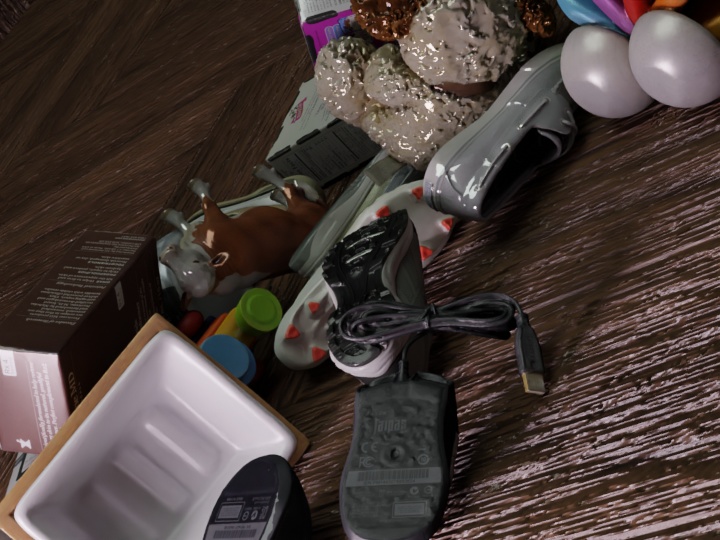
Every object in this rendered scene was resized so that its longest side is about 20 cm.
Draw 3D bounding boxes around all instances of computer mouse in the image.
[{"bbox_3d":[-0.085,0.226,1.185,0.138,0.053,0.201,-7,54,54],"label":"computer mouse"},{"bbox_3d":[0.057,0.103,1.144,0.140,0.046,0.201,-8,51,9],"label":"computer mouse"}]

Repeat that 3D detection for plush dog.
[{"bbox_3d":[0.073,-0.170,1.425,0.172,0.199,0.161,100,160,-46],"label":"plush dog"}]

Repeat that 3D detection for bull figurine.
[{"bbox_3d":[-0.104,-0.030,1.520,0.122,0.199,0.065,55,138,32],"label":"bull figurine"}]

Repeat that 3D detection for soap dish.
[{"bbox_3d":[-0.160,0.159,1.303,0.200,0.157,0.081,-52,6,-18],"label":"soap dish"}]

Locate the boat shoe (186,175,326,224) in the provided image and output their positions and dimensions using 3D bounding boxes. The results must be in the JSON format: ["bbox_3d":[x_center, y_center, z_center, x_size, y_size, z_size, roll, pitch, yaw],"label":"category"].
[{"bbox_3d":[-0.125,-0.026,1.672,0.200,0.075,0.069,-30,20,31],"label":"boat shoe"}]

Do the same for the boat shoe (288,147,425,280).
[{"bbox_3d":[0.019,-0.058,1.505,0.202,0.065,0.074,-50,2,-28],"label":"boat shoe"}]

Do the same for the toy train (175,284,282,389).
[{"bbox_3d":[-0.102,0.049,1.445,0.116,0.085,0.200,-44,9,49],"label":"toy train"}]

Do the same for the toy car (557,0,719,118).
[{"bbox_3d":[0.224,-0.220,1.295,0.175,0.150,0.200,-53,23,-20],"label":"toy car"}]

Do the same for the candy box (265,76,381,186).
[{"bbox_3d":[0.009,-0.170,1.710,0.199,0.061,0.137,-26,29,37],"label":"candy box"}]

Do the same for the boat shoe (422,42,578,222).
[{"bbox_3d":[0.135,-0.110,1.374,0.068,0.072,0.200,28,53,34],"label":"boat shoe"}]

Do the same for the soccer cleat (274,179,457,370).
[{"bbox_3d":[0.000,0.000,1.416,0.200,0.069,0.078,-46,7,-8],"label":"soccer cleat"}]

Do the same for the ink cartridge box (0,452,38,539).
[{"bbox_3d":[-0.224,0.183,1.412,0.068,0.116,0.200,-38,23,19],"label":"ink cartridge box"}]

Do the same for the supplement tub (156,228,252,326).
[{"bbox_3d":[-0.204,0.056,1.599,0.200,0.123,0.123,-31,25,30],"label":"supplement tub"}]

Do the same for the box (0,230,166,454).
[{"bbox_3d":[-0.230,0.055,1.407,0.075,0.101,0.200,5,31,17],"label":"box"}]

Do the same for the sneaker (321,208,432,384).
[{"bbox_3d":[0.018,0.028,1.300,0.074,0.079,0.201,-25,32,20],"label":"sneaker"}]

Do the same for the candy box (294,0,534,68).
[{"bbox_3d":[0.049,-0.230,1.533,0.199,0.137,0.061,-15,60,2],"label":"candy box"}]
